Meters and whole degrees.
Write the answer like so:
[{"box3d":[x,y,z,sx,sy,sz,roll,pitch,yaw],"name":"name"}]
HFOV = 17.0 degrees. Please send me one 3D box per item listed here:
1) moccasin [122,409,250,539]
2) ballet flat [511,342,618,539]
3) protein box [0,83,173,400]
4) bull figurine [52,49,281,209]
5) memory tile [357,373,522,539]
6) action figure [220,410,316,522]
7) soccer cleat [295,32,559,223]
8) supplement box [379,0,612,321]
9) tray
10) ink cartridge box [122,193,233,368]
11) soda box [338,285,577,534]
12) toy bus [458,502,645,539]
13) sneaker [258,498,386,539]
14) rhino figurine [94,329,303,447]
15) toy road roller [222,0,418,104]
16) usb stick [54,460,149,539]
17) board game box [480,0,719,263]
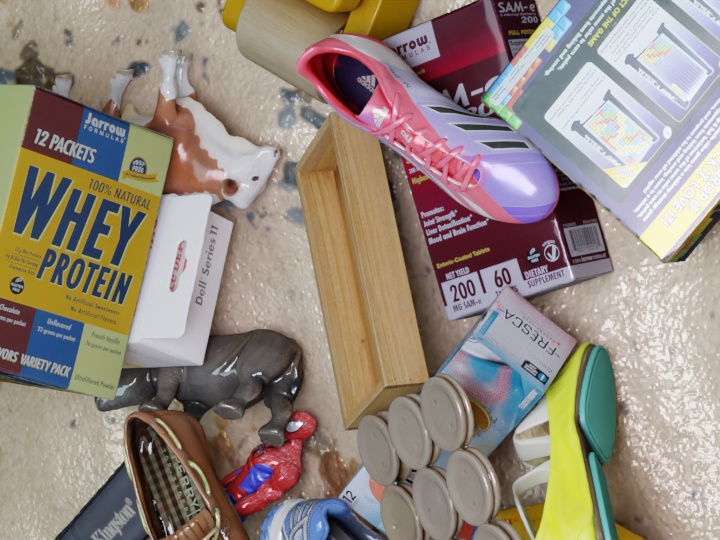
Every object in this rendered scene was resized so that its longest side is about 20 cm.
[{"box3d":[-0.117,0.190,1.701,0.074,0.078,0.202,-25,70,24],"name":"moccasin"},{"box3d":[0.132,0.125,1.574,0.067,0.200,0.067,-14,130,16],"name":"ballet flat"},{"box3d":[-0.267,-0.024,1.750,0.200,0.135,0.199,5,80,46],"name":"protein box"},{"box3d":[-0.152,-0.098,1.808,0.199,0.065,0.122,-8,89,34],"name":"bull figurine"},{"box3d":[0.061,0.174,1.567,0.153,0.017,0.201,-38,70,59],"name":"memory tile"},{"box3d":[-0.102,0.180,1.789,0.052,0.065,0.200,41,98,-16],"name":"action figure"},{"box3d":[0.042,-0.092,1.592,0.200,0.076,0.067,39,116,24],"name":"soccer cleat"},{"box3d":[0.089,-0.077,1.646,0.109,0.061,0.201,-20,84,34],"name":"supplement box"},{"box3d":[0.000,0.000,1.677,0.099,0.037,0.201,128,135,-63],"name":"tray"},{"box3d":[-0.167,0.010,1.791,0.200,0.067,0.118,-3,69,44],"name":"ink cartridge box"},{"box3d":[0.064,0.103,1.648,0.064,0.068,0.200,37,131,1],"name":"soda box"},{"box3d":[0.117,0.249,1.637,0.192,0.135,0.201,36,118,40],"name":"toy bus"},{"box3d":[0.014,0.239,1.692,0.200,0.077,0.085,48,144,-8],"name":"sneaker"},{"box3d":[-0.126,0.083,1.808,0.199,0.088,0.060,-1,140,36],"name":"rhino figurine"},{"box3d":[-0.039,-0.219,1.663,0.123,0.146,0.201,31,112,28],"name":"toy road roller"},{"box3d":[-0.185,0.190,1.857,0.056,0.033,0.200,52,137,8],"name":"usb stick"},{"box3d":[0.202,-0.132,1.531,0.165,0.057,0.200,43,105,14],"name":"board game box"}]
